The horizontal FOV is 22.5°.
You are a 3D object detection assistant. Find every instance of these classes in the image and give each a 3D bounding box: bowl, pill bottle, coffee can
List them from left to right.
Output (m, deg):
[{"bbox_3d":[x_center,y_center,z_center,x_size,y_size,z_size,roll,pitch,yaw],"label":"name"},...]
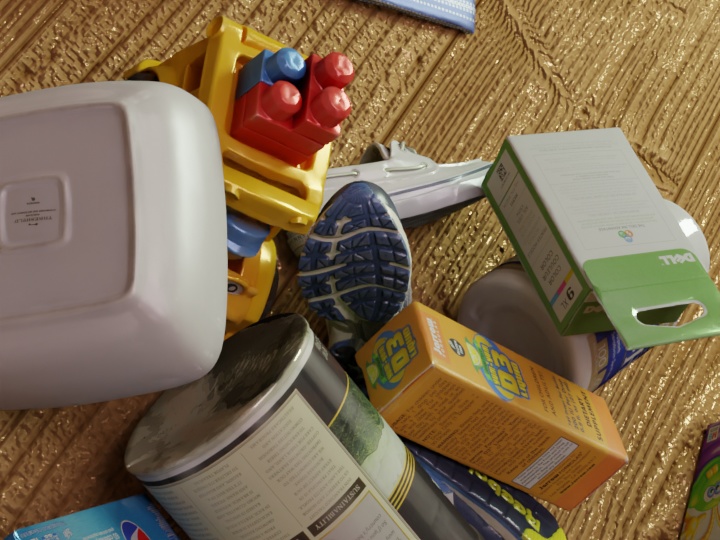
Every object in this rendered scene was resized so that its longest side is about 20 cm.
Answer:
[{"bbox_3d":[-0.186,-0.023,1.095,0.075,0.199,0.200,52,33,-68],"label":"bowl"},{"bbox_3d":[-0.033,0.149,1.158,0.200,0.146,0.146,52,50,-18],"label":"coffee can"},{"bbox_3d":[0.179,0.020,1.400,0.200,0.120,0.120,-31,92,-40],"label":"pill bottle"}]

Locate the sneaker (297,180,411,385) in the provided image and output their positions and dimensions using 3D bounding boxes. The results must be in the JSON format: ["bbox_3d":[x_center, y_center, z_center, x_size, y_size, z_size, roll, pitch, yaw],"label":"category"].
[{"bbox_3d":[0.000,0.000,1.257,0.077,0.200,0.085,1,50,3],"label":"sneaker"}]

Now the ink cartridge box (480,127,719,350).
[{"bbox_3d":[0.177,-0.010,1.299,0.104,0.059,0.200,-6,52,-28],"label":"ink cartridge box"}]

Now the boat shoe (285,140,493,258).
[{"bbox_3d":[0.025,-0.066,1.347,0.200,0.074,0.067,-17,84,-40],"label":"boat shoe"}]

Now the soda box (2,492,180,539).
[{"bbox_3d":[-0.163,0.181,1.038,0.064,0.068,0.200,53,10,10],"label":"soda box"}]

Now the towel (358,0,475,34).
[{"bbox_3d":[0.031,-0.299,1.480,0.145,0.024,0.201,10,68,-37],"label":"towel"}]

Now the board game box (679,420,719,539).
[{"bbox_3d":[0.326,0.219,1.444,0.103,0.105,0.200,35,54,-21],"label":"board game box"}]

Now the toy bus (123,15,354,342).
[{"bbox_3d":[-0.079,-0.063,1.190,0.136,0.192,0.200,24,59,-30],"label":"toy bus"}]

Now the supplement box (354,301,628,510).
[{"bbox_3d":[0.092,0.097,1.258,0.200,0.069,0.067,25,32,-34],"label":"supplement box"}]

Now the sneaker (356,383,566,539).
[{"bbox_3d":[0.054,0.163,1.273,0.200,0.082,0.074,44,25,-3],"label":"sneaker"}]
